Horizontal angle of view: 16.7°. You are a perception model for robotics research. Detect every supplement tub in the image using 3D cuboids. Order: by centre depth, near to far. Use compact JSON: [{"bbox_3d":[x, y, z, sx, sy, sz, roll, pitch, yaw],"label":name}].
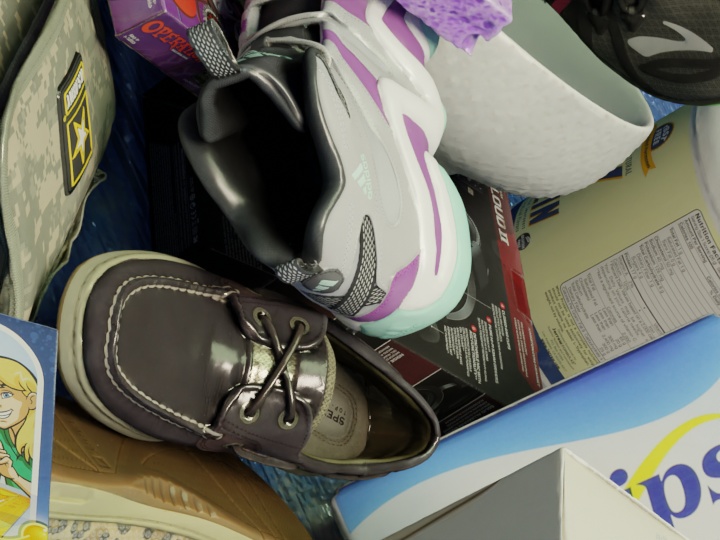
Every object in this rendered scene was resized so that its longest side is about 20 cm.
[{"bbox_3d":[0.177,-0.008,1.255,0.145,0.200,0.145,36,37,-34],"label":"supplement tub"}]

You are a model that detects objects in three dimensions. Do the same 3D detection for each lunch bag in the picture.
[{"bbox_3d":[-0.166,-0.077,0.894,0.200,0.117,0.164,51,25,-22],"label":"lunch bag"}]

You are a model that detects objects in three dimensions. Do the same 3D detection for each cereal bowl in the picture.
[{"bbox_3d":[0.034,-0.103,1.094,0.200,0.083,0.200,39,17,-14],"label":"cereal bowl"}]

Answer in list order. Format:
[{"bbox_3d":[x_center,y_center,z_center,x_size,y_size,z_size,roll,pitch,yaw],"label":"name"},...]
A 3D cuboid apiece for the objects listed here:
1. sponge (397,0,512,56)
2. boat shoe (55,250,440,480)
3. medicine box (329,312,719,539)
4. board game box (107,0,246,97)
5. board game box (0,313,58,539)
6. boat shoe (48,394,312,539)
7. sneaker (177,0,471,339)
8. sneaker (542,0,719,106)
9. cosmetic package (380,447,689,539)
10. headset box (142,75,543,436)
[{"bbox_3d":[-0.019,-0.178,0.942,0.200,0.030,0.112,36,36,-26],"label":"sponge"},{"bbox_3d":[-0.037,0.039,0.928,0.200,0.065,0.072,30,66,-54],"label":"boat shoe"},{"bbox_3d":[0.112,0.147,1.021,0.200,0.182,0.103,65,5,9],"label":"medicine box"},{"bbox_3d":[-0.084,-0.165,1.016,0.120,0.032,0.200,27,43,-59],"label":"board game box"},{"bbox_3d":[-0.194,0.053,0.760,0.200,0.034,0.136,17,47,-24],"label":"board game box"},{"bbox_3d":[-0.093,0.093,0.922,0.200,0.063,0.073,25,19,-48],"label":"boat shoe"},{"bbox_3d":[-0.027,-0.080,0.924,0.140,0.078,0.200,23,45,-56],"label":"sneaker"},{"bbox_3d":[0.097,-0.138,1.075,0.200,0.077,0.084,38,19,20],"label":"sneaker"},{"bbox_3d":[0.029,0.153,0.897,0.103,0.200,0.073,38,36,-32],"label":"cosmetic package"},{"bbox_3d":[0.000,0.000,1.109,0.200,0.077,0.149,31,39,-40],"label":"headset box"}]
